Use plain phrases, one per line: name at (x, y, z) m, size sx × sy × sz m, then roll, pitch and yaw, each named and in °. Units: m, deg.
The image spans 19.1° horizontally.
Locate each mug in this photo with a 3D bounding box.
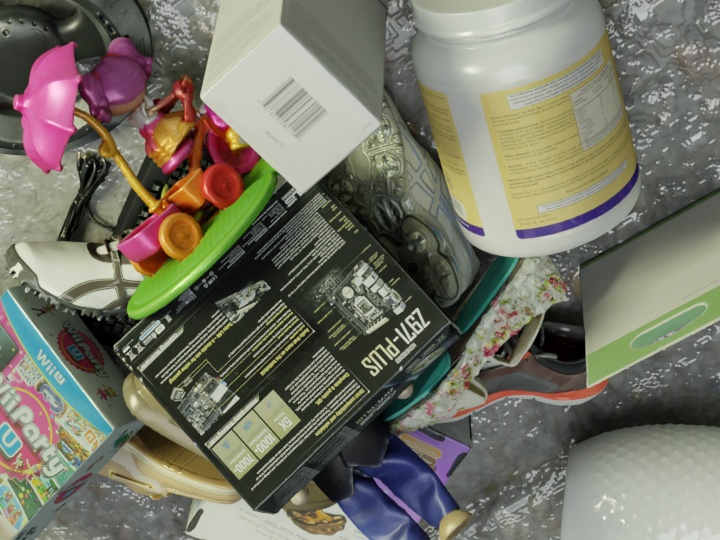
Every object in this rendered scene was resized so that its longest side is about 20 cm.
mug at (0.252, 0.225, 1.760) m, size 0.174 × 0.148 × 0.202 m, roll 6°, pitch 86°, yaw 9°

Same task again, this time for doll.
doll at (-0.003, 0.137, 1.635) m, size 0.200 × 0.048 × 0.137 m, roll 42°, pitch 106°, yaw 11°

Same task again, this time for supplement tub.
supplement tub at (0.119, -0.128, 1.578) m, size 0.144 × 0.146 × 0.201 m, roll -12°, pitch 119°, yaw 9°

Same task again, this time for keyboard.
keyboard at (-0.186, -0.025, 1.720) m, size 0.126 × 0.021 × 0.201 m, roll 21°, pitch 118°, yaw -10°

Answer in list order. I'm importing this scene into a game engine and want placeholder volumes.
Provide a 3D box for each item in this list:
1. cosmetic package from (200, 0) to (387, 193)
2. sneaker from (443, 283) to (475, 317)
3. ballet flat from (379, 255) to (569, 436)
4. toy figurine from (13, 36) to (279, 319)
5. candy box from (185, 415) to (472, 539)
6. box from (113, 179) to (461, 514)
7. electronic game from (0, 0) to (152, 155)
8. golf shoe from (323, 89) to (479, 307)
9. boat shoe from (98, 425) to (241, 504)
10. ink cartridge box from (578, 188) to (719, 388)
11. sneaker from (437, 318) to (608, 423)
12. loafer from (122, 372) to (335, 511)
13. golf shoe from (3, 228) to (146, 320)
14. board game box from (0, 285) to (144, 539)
cosmetic package at (-0.043, -0.157, 1.534) m, size 0.085 × 0.200 × 0.108 m, roll -40°, pitch 110°, yaw 20°
sneaker at (0.000, 0.000, 1.696) m, size 0.198 × 0.084 × 0.122 m, roll -9°, pitch 112°, yaw -10°
ballet flat at (0.088, 0.066, 1.654) m, size 0.064 × 0.076 × 0.200 m, roll 35°, pitch 106°, yaw -20°
toy figurine at (-0.161, -0.099, 1.572) m, size 0.184 × 0.200 × 0.150 m, roll 47°, pitch 149°, yaw -13°
candy box at (-0.028, 0.166, 1.795) m, size 0.167 × 0.072 × 0.201 m, roll 27°, pitch 117°, yaw -13°
box at (-0.052, 0.052, 1.584) m, size 0.200 × 0.086 × 0.164 m, roll -44°, pitch 78°, yaw 0°
electronic game at (-0.256, -0.166, 1.616) m, size 0.198 × 0.042 × 0.201 m, roll -2°, pitch 133°, yaw -2°
golf shoe at (0.031, -0.067, 1.662) m, size 0.078 × 0.097 × 0.201 m, roll -20°, pitch 92°, yaw 33°
boat shoe at (-0.171, 0.151, 1.768) m, size 0.199 × 0.074 × 0.070 m, roll 22°, pitch 134°, yaw 26°
ink cartridge box at (0.239, 0.024, 1.629) m, size 0.145 × 0.200 × 0.048 m, roll -29°, pitch 113°, yaw 17°
sneaker at (0.105, 0.066, 1.719) m, size 0.198 × 0.078 × 0.082 m, roll -7°, pitch 147°, yaw -7°
loafer at (-0.090, 0.122, 1.688) m, size 0.199 × 0.076 × 0.068 m, roll 28°, pitch 119°, yaw -16°
golf shoe at (-0.179, -0.008, 1.684) m, size 0.198 × 0.078 × 0.095 m, roll 14°, pitch 113°, yaw -23°
board game box at (-0.281, 0.127, 1.741) m, size 0.200 × 0.064 × 0.148 m, roll -46°, pitch 76°, yaw 26°
